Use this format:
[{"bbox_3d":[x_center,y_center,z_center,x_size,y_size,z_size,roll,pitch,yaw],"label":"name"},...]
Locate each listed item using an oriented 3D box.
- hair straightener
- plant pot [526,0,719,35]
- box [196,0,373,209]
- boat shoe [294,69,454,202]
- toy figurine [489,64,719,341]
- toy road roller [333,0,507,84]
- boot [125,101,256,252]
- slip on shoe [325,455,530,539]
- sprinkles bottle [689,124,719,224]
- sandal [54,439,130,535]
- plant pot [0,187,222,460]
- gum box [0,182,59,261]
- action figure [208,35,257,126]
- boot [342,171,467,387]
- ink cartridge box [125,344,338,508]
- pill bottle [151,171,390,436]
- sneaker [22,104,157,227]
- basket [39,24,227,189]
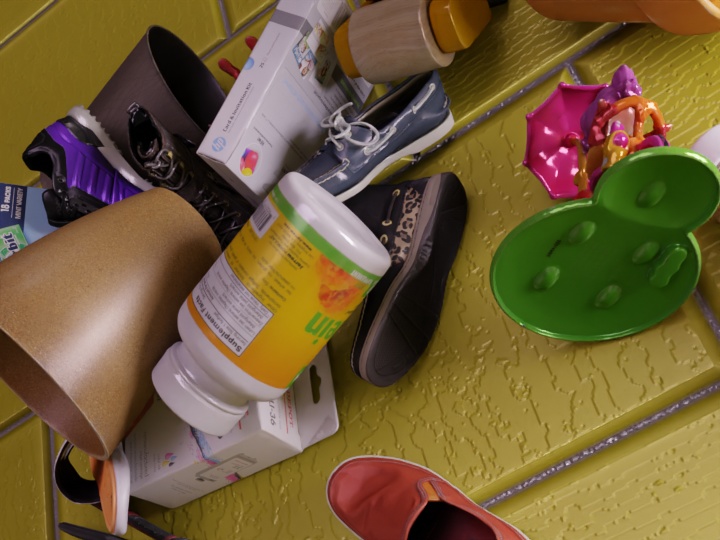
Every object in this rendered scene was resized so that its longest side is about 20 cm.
[{"bbox_3d":[-0.212,0.266,0.891,0.197,0.041,0.078,12,73,34],"label":"hair straightener"},{"bbox_3d":[0.224,-0.285,0.787,0.182,0.199,0.203,0,64,52],"label":"plant pot"},{"bbox_3d":[-0.060,-0.159,0.926,0.041,0.156,0.203,21,79,28],"label":"box"},{"bbox_3d":[0.001,-0.118,0.874,0.198,0.063,0.075,-32,33,-16],"label":"boat shoe"},{"bbox_3d":[0.179,-0.080,0.722,0.201,0.147,0.187,116,164,-48],"label":"toy figurine"},{"bbox_3d":[0.046,-0.281,0.896,0.121,0.148,0.201,-8,32,32],"label":"toy road roller"},{"bbox_3d":[-0.151,-0.061,0.925,0.069,0.174,0.201,-41,49,4],"label":"boot"},{"bbox_3d":[0.046,0.189,0.728,0.198,0.061,0.075,20,79,42],"label":"slip on shoe"},{"bbox_3d":[0.308,-0.026,0.653,0.068,0.068,0.200,-47,49,4],"label":"sprinkles bottle"},{"bbox_3d":[-0.251,0.179,0.888,0.206,0.058,0.081,-158,74,-68],"label":"sandal"},{"bbox_3d":[-0.220,0.026,0.844,0.184,0.188,0.200,16,53,39],"label":"plant pot"},{"bbox_3d":[-0.271,0.003,0.971,0.045,0.196,0.173,124,146,-49],"label":"gum box"},{"bbox_3d":[-0.120,-0.183,1.027,0.065,0.099,0.202,-35,53,15],"label":"action figure"},{"bbox_3d":[0.000,0.000,0.854,0.148,0.073,0.203,6,66,36],"label":"boot"},{"bbox_3d":[-0.121,0.123,0.877,0.198,0.067,0.118,-27,53,21],"label":"ink cartridge box"},{"bbox_3d":[-0.077,0.032,0.775,0.201,0.110,0.111,-50,48,10],"label":"pill bottle"},{"bbox_3d":[-0.260,-0.063,0.957,0.099,0.070,0.200,-37,78,-30],"label":"sneaker"},{"bbox_3d":[-0.248,-0.136,1.069,0.199,0.135,0.182,-38,65,18],"label":"basket"}]
